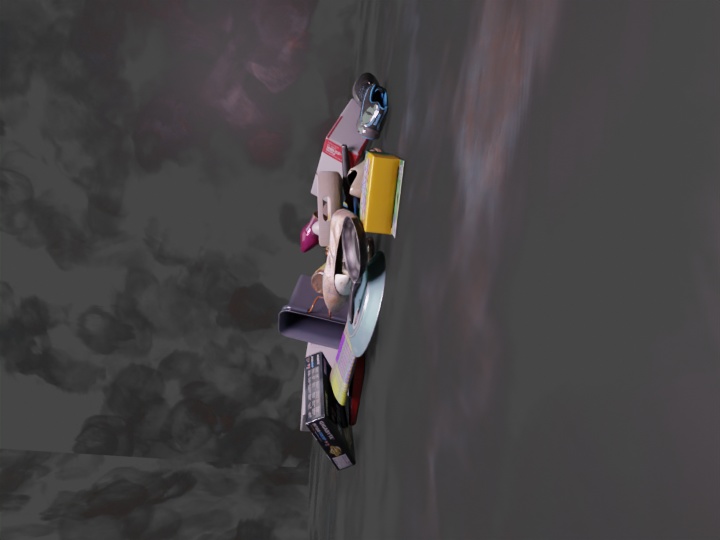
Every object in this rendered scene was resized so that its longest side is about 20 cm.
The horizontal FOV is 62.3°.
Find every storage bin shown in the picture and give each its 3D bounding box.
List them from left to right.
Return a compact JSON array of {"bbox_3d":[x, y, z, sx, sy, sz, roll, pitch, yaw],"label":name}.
[{"bbox_3d":[-0.095,0.093,1.502,0.147,0.196,0.136,101,-179,-53],"label":"storage bin"}]

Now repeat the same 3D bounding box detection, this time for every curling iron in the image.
[{"bbox_3d":[-0.025,-0.175,1.287,0.050,0.025,0.203,-89,-3,-59],"label":"curling iron"}]

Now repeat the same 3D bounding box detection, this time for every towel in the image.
[{"bbox_3d":[-0.018,0.156,1.212,0.144,0.022,0.203,-131,58,-74],"label":"towel"}]

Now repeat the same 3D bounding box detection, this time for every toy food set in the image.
[{"bbox_3d":[-0.068,-0.126,1.245,0.200,0.059,0.146,-76,-16,-86],"label":"toy food set"}]

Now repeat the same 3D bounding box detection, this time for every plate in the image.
[{"bbox_3d":[0.005,0.059,1.113,0.200,0.025,0.204,-165,89,-78],"label":"plate"}]

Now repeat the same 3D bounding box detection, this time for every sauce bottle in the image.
[{"bbox_3d":[-0.058,-0.005,1.505,0.200,0.065,0.067,-48,-30,-58],"label":"sauce bottle"}]

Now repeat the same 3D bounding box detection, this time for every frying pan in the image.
[{"bbox_3d":[-0.006,-0.001,1.054,0.115,0.030,0.194,166,96,-75],"label":"frying pan"}]

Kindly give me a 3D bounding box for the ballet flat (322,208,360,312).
[{"bbox_3d":[-0.032,-0.014,1.138,0.067,0.067,0.204,11,103,46],"label":"ballet flat"}]

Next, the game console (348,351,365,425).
[{"bbox_3d":[-0.015,0.213,1.331,0.201,0.030,0.179,-92,9,-55],"label":"game console"}]

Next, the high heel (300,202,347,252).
[{"bbox_3d":[-0.087,-0.108,1.460,0.199,0.067,0.097,-25,-34,-61],"label":"high heel"}]

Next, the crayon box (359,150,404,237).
[{"bbox_3d":[0.033,-0.140,1.048,0.200,0.051,0.128,-108,24,-75],"label":"crayon box"}]

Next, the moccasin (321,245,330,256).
[{"bbox_3d":[-0.052,-0.040,1.385,0.074,0.076,0.205,-113,22,-83],"label":"moccasin"}]

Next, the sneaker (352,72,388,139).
[{"bbox_3d":[0.031,-0.367,1.270,0.082,0.072,0.202,124,150,-43],"label":"sneaker"}]

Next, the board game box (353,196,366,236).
[{"bbox_3d":[0.005,-0.104,1.398,0.201,0.038,0.160,94,173,-53],"label":"board game box"}]

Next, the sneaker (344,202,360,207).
[{"bbox_3d":[-0.027,-0.257,1.663,0.131,0.078,0.204,116,150,-80],"label":"sneaker"}]

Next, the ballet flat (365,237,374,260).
[{"bbox_3d":[0.000,0.000,1.280,0.201,0.045,0.068,103,170,-56],"label":"ballet flat"}]

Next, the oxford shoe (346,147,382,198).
[{"bbox_3d":[0.009,-0.208,1.238,0.201,0.072,0.072,-93,7,-61],"label":"oxford shoe"}]

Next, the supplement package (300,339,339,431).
[{"bbox_3d":[-0.087,0.296,1.525,0.120,0.119,0.203,103,170,-55],"label":"supplement package"}]

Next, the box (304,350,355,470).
[{"bbox_3d":[-0.067,0.299,1.284,0.201,0.045,0.160,-99,-16,-57],"label":"box"}]

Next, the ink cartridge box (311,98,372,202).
[{"bbox_3d":[-0.034,-0.264,1.369,0.145,0.083,0.201,-62,-2,-33],"label":"ink cartridge box"}]
